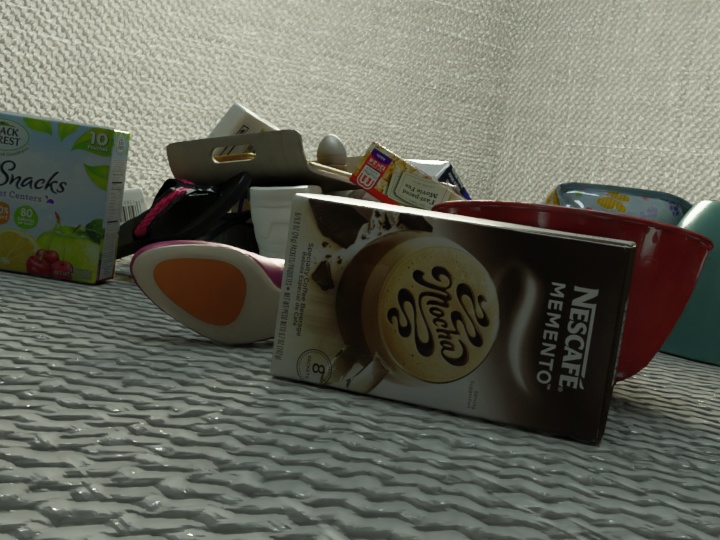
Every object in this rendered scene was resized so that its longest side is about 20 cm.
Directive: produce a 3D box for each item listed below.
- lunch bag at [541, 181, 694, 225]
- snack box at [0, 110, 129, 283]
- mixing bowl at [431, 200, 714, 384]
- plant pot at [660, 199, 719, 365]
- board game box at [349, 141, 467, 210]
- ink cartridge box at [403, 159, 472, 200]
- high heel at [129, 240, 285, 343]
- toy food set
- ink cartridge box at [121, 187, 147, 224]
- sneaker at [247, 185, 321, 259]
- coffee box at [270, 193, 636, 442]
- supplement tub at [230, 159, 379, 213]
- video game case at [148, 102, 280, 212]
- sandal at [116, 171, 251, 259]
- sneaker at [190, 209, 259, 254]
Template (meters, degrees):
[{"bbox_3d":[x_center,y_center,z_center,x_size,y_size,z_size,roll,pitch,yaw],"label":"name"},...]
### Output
[{"bbox_3d":[0.300,-0.017,1.191,0.200,0.127,0.170,3,-21,-15],"label":"lunch bag"},{"bbox_3d":[-0.321,-0.073,0.910,0.200,0.142,0.053,8,5,6],"label":"snack box"},{"bbox_3d":[0.142,0.022,0.706,0.200,0.109,0.200,8,-4,1],"label":"mixing bowl"},{"bbox_3d":[0.405,0.013,1.037,0.200,0.161,0.201,8,4,-1],"label":"plant pot"},{"bbox_3d":[0.099,-0.043,0.958,0.200,0.046,0.151,34,6,17],"label":"board game box"},{"bbox_3d":[0.115,-0.041,1.158,0.041,0.200,0.200,-41,25,-16],"label":"ink cartridge box"},{"bbox_3d":[-0.077,0.011,0.724,0.200,0.067,0.096,11,13,-26],"label":"high heel"},{"bbox_3d":[-0.084,-0.114,1.006,0.143,0.060,0.200,-3,-3,22],"label":"toy food set"},{"bbox_3d":[-0.364,-0.051,1.122,0.200,0.047,0.160,-10,3,42],"label":"ink cartridge box"},{"bbox_3d":[-0.071,-0.024,0.939,0.074,0.116,0.200,-3,6,2],"label":"sneaker"},{"bbox_3d":[0.057,0.023,0.598,0.200,0.113,0.080,9,5,17],"label":"coffee box"},{"bbox_3d":[-0.040,-0.055,1.162,0.200,0.146,0.145,13,7,43],"label":"supplement tub"},{"bbox_3d":[-0.175,-0.098,1.160,0.023,0.200,0.182,40,6,9],"label":"video game case"},{"bbox_3d":[-0.189,-0.055,0.942,0.200,0.045,0.075,-16,29,34],"label":"sandal"},{"bbox_3d":[-0.169,-0.021,1.004,0.146,0.077,0.202,0,11,17],"label":"sneaker"}]
